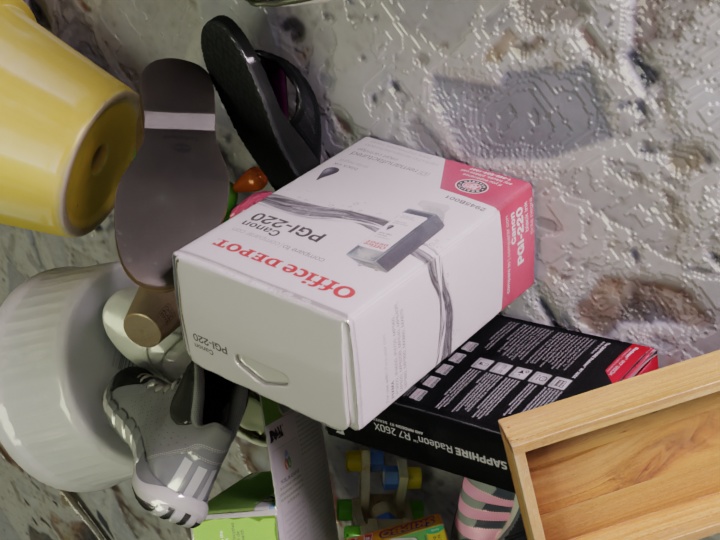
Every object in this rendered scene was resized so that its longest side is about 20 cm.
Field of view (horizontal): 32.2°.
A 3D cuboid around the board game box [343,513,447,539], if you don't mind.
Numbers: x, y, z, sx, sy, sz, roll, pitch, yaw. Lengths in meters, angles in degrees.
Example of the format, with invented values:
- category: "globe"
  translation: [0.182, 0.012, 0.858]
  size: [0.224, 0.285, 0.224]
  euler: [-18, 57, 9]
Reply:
- category: "board game box"
  translation: [0.039, 0.292, 0.953]
  size: [0.030, 0.095, 0.201]
  euler: [-113, 8, -75]

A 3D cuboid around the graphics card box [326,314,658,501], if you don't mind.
- category: "graphics card box"
  translation: [0.084, 0.082, 0.838]
  size: [0.199, 0.125, 0.051]
  euler: [12, 126, 38]

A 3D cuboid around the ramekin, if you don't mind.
- category: "ramekin"
  translation: [-0.215, 0.087, 1.082]
  size: [0.097, 0.200, 0.201]
  euler: [-14, 107, 39]

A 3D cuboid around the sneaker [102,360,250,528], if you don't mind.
- category: "sneaker"
  translation: [-0.129, 0.096, 0.938]
  size: [0.116, 0.075, 0.200]
  euler: [-59, 30, 10]

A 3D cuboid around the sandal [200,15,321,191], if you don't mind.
- category: "sandal"
  translation: [-0.054, -0.103, 0.903]
  size: [0.075, 0.048, 0.201]
  euler: [20, 146, 52]

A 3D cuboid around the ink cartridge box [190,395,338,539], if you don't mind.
- category: "ink cartridge box"
  translation: [-0.078, 0.174, 0.992]
  size: [0.075, 0.148, 0.201]
  euler: [-8, 91, 15]

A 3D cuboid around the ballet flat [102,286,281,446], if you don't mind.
- category: "ballet flat"
  translation: [-0.129, 0.084, 1.045]
  size: [0.069, 0.070, 0.200]
  euler: [-4, 140, 45]

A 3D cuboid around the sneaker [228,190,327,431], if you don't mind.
- category: "sneaker"
  translation: [-0.038, 0.032, 0.949]
  size: [0.080, 0.075, 0.201]
  euler: [-23, 101, 21]

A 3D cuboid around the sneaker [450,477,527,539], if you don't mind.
- category: "sneaker"
  translation: [0.103, 0.163, 0.937]
  size: [0.082, 0.070, 0.200]
  euler: [59, 145, 27]

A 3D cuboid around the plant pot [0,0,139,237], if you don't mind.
- category: "plant pot"
  translation: [-0.288, -0.121, 1.018]
  size: [0.188, 0.201, 0.201]
  euler: [23, 134, 10]

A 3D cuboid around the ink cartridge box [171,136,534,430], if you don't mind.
- category: "ink cartridge box"
  translation: [0.000, 0.000, 0.801]
  size: [0.145, 0.200, 0.085]
  euler: [19, 130, 33]

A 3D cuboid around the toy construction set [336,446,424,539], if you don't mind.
- category: "toy construction set"
  translation: [0.022, 0.257, 1.030]
  size: [0.131, 0.092, 0.201]
  euler: [-104, 3, -62]

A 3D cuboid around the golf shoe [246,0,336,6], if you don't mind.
- category: "golf shoe"
  translation: [-0.061, -0.206, 0.796]
  size: [0.199, 0.097, 0.079]
  euler: [9, 126, 42]

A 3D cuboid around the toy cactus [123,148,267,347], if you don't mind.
- category: "toy cactus"
  translation: [-0.124, 0.001, 0.964]
  size: [0.102, 0.165, 0.201]
  euler: [-4, 121, 23]

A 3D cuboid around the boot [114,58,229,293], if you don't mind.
- category: "boot"
  translation: [-0.130, -0.052, 0.857]
  size: [0.073, 0.201, 0.076]
  euler: [7, 138, -10]

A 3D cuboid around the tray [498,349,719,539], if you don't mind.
- category: "tray"
  translation: [0.187, 0.104, 0.719]
  size: [0.037, 0.199, 0.099]
  euler: [-110, 4, -67]
